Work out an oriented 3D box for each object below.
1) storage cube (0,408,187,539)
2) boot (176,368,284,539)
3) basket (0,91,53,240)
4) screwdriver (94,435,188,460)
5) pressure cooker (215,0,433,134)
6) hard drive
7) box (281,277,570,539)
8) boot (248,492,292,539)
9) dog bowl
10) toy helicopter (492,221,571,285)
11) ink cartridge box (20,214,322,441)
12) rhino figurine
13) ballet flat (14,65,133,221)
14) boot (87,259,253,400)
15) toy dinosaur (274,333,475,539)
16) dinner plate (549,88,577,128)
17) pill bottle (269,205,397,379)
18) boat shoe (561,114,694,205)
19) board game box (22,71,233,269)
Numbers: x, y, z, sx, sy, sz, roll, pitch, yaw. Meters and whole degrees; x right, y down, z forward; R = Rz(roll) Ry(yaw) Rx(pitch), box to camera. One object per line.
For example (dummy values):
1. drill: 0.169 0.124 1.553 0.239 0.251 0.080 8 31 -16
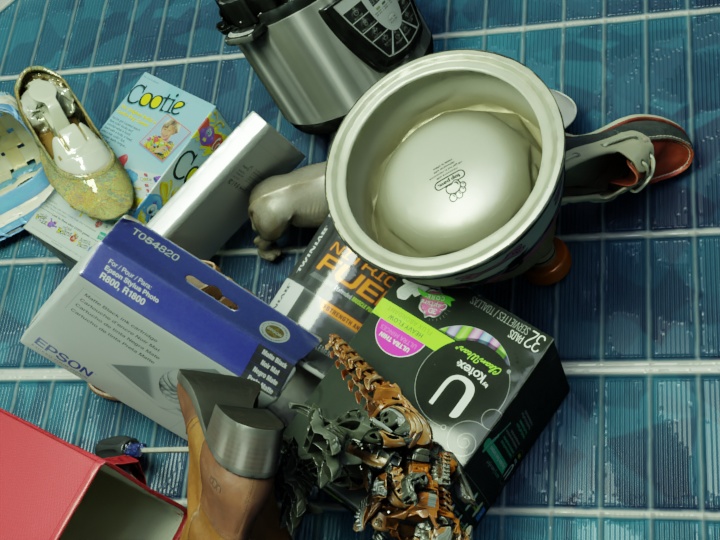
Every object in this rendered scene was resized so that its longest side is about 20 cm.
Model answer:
1. storage cube: -0.288 0.229 1.006 0.180 0.171 0.200 19 72 27
2. boot: -0.116 0.185 0.887 0.188 0.068 0.200 28 106 60
3. basket: -0.391 -0.092 1.204 0.176 0.139 0.200 -26 27 5
4. screwdriver: -0.186 0.156 1.032 0.200 0.029 0.028 -18 27 53
5. pressure cooker: -0.044 -0.253 1.127 0.179 0.200 0.176 -27 29 10
6. hard drive: -0.143 -0.055 1.106 0.027 0.132 0.200 44 93 14
7. box: 0.055 0.122 0.975 0.148 0.124 0.200 31 78 28
8. boot: -0.088 0.192 0.945 0.074 0.200 0.155 5 68 -23
9. dog bowl: 0.075 -0.074 0.944 0.200 0.074 0.200 -9 64 20
10. toy helicopter: 0.122 -0.072 1.096 0.132 0.079 0.200 -11 50 22
11. ink cartridge box: -0.164 0.061 0.991 0.200 0.200 0.041 -39 24 46
12. rhino figurine: -0.016 -0.078 1.119 0.200 0.087 0.060 -21 63 -2
13. ballet flat: -0.280 -0.127 1.119 0.071 0.071 0.200 -37 57 -2
14. boot: -0.188 0.049 1.073 0.200 0.155 0.074 -18 61 9
15. toy dinosaur: 0.010 0.140 0.864 0.136 0.102 0.200 -3 32 -29
16. dinner plate: 0.100 -0.149 1.091 0.200 0.024 0.200 -6 27 3
17. pill bottle: 0.000 0.000 1.050 0.106 0.106 0.200 30 85 28
18. boat shoe: 0.216 -0.091 1.020 0.200 0.071 0.063 -6 34 -27
19. board game box: -0.220 -0.079 1.177 0.105 0.103 0.200 28 76 29
